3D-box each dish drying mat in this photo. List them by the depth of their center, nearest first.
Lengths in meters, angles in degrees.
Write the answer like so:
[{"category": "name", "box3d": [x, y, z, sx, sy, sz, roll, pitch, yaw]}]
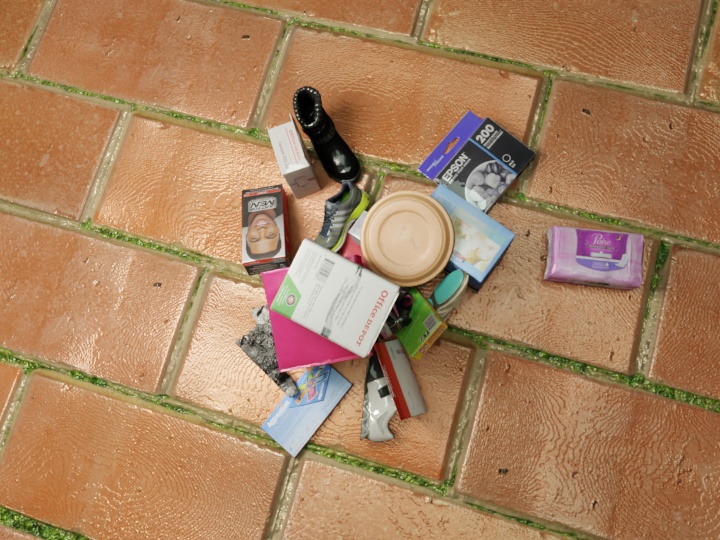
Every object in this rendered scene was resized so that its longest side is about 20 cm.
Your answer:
[{"category": "dish drying mat", "box3d": [0.000, 0.000, 1.411, 0.076, 0.018, 0.201, -7, 76, 5]}]

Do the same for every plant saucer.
[{"category": "plant saucer", "box3d": [0.095, -0.066, 1.283, 0.199, 0.032, 0.202, 0, 91, 15]}]

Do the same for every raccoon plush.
[{"category": "raccoon plush", "box3d": [-0.179, 0.165, 1.369, 0.134, 0.097, 0.200, -44, 97, -15]}]

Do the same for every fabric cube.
[{"category": "fabric cube", "box3d": [-0.077, 0.083, 1.288, 0.195, 0.200, 0.201, -12, 90, 4]}]

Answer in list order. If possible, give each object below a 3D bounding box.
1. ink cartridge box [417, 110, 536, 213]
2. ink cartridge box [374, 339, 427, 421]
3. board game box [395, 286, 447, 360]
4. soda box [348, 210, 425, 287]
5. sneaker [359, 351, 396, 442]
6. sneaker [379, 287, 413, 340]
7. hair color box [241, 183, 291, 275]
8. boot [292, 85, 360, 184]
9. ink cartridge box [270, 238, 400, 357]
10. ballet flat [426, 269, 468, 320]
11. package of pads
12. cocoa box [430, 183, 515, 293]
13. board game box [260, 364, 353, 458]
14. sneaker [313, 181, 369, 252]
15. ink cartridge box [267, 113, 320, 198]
[{"category": "ink cartridge box", "box3d": [0.267, -0.253, 1.431, 0.200, 0.043, 0.198, 39, 84, 13]}, {"category": "ink cartridge box", "box3d": [0.084, 0.220, 1.259, 0.057, 0.200, 0.163, -20, 76, 1]}, {"category": "board game box", "box3d": [0.108, 0.097, 1.308, 0.096, 0.030, 0.200, -51, 33, 11]}, {"category": "soda box", "box3d": [0.073, -0.047, 1.360, 0.200, 0.068, 0.064, 35, 82, 18]}, {"category": "sneaker", "box3d": [0.050, 0.265, 1.322, 0.088, 0.074, 0.202, 3, 88, 6]}, {"category": "sneaker", "box3d": [0.071, 0.065, 1.316, 0.086, 0.081, 0.201, -21, 38, 12]}, {"category": "hair color box", "box3d": [-0.215, -0.094, 1.402, 0.101, 0.061, 0.201, -9, 60, 3]}, {"category": "boot", "box3d": [-0.079, -0.305, 1.413, 0.079, 0.158, 0.212, -35, 77, -3]}, {"category": "ink cartridge box", "box3d": [-0.042, 0.050, 1.143, 0.199, 0.083, 0.147, 28, 92, 4]}, {"category": "ballet flat", "box3d": [0.176, 0.070, 1.315, 0.062, 0.200, 0.068, 22, 40, -27]}, {"category": "package of pads", "box3d": [0.504, -0.029, 1.341, 0.198, 0.076, 0.121, 6, 79, 7]}, {"category": "cocoa box", "box3d": [0.214, -0.067, 1.347, 0.200, 0.131, 0.134, 36, 83, 12]}, {"category": "board game box", "box3d": [-0.118, 0.297, 1.354, 0.103, 0.019, 0.200, 38, 83, 11]}, {"category": "sneaker", "box3d": [-0.062, -0.118, 1.401, 0.074, 0.081, 0.201, 20, 74, 41]}, {"category": "ink cartridge box", "box3d": [-0.151, -0.254, 1.387, 0.067, 0.200, 0.117, -20, 76, 0]}]
